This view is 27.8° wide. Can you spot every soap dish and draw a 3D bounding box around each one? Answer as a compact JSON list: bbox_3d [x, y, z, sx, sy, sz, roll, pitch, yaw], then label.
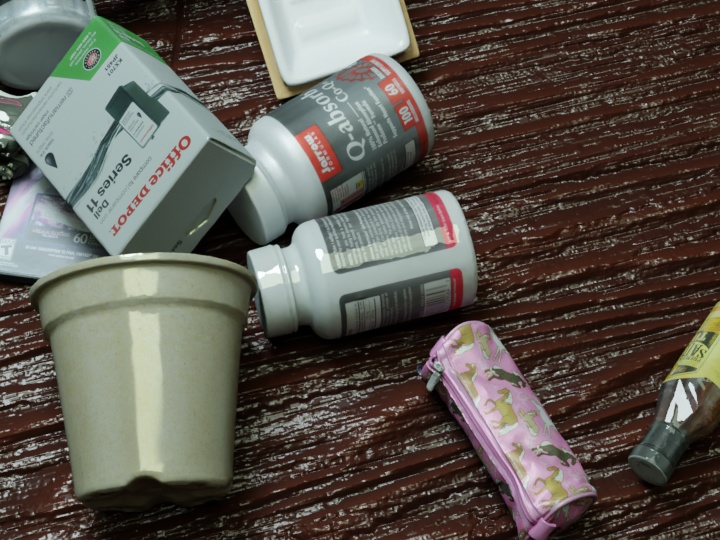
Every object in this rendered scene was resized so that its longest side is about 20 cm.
[{"bbox_3d":[-0.044,-0.290,1.477,0.156,0.081,0.202,-18,94,-11],"label":"soap dish"}]

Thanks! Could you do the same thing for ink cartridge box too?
[{"bbox_3d":[-0.211,-0.113,1.342,0.147,0.083,0.200,-50,60,10],"label":"ink cartridge box"}]

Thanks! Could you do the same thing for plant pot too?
[{"bbox_3d":[-0.180,0.105,1.247,0.198,0.201,0.186,-4,73,-5],"label":"plant pot"}]

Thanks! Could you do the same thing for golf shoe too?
[{"bbox_3d":[-0.408,-0.152,1.431,0.198,0.078,0.089,16,56,5],"label":"golf shoe"}]

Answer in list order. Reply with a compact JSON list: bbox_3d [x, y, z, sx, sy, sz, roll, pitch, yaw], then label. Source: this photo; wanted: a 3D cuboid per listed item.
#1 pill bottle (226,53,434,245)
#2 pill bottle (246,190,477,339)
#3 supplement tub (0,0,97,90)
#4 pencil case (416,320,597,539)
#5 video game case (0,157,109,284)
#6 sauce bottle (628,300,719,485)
[{"bbox_3d":[-0.036,-0.114,1.401,0.199,0.116,0.116,-33,67,-19],"label":"pill bottle"},{"bbox_3d":[0.000,0.000,1.342,0.198,0.111,0.112,-13,62,-10],"label":"pill bottle"},{"bbox_3d":[-0.340,-0.295,1.484,0.121,0.123,0.202,-14,63,-10],"label":"supplement tub"},{"bbox_3d":[0.129,0.144,1.284,0.086,0.083,0.201,-25,66,-16],"label":"pencil case"},{"bbox_3d":[-0.271,-0.073,1.424,0.141,0.019,0.202,8,62,2],"label":"video game case"},{"bbox_3d":[0.310,0.106,1.322,0.066,0.066,0.200,33,63,15],"label":"sauce bottle"}]
